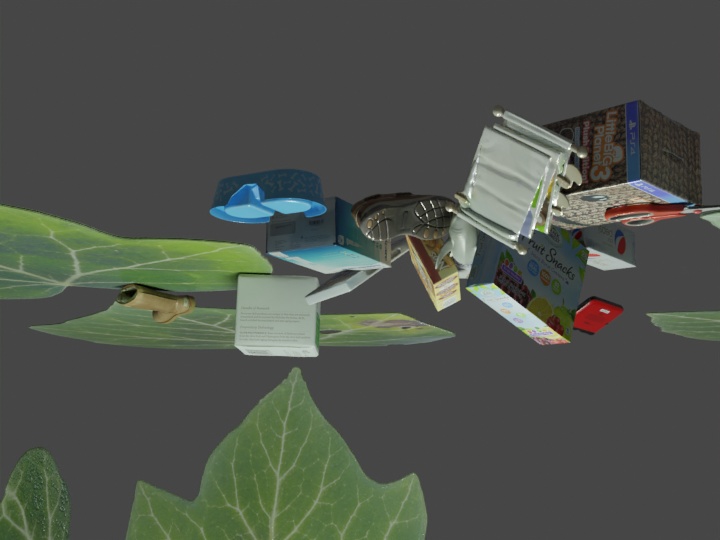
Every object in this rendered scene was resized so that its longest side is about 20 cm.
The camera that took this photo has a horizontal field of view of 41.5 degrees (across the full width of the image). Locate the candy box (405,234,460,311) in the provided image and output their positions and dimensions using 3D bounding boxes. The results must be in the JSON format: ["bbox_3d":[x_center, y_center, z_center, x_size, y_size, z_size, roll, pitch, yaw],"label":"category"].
[{"bbox_3d":[0.133,-0.009,1.727,0.055,0.117,0.200,-27,163,-2],"label":"candy box"}]

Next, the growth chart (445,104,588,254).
[{"bbox_3d":[0.191,-0.106,1.173,0.144,0.018,0.202,35,139,13],"label":"growth chart"}]

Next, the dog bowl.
[{"bbox_3d":[-0.143,-0.115,1.468,0.196,0.051,0.111,-6,167,31],"label":"dog bowl"}]

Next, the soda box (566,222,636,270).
[{"bbox_3d":[0.412,-0.050,1.670,0.067,0.065,0.198,-8,165,40],"label":"soda box"}]

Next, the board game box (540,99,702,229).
[{"bbox_3d":[0.306,-0.127,1.208,0.158,0.099,0.198,12,165,-43],"label":"board game box"}]

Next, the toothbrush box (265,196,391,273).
[{"bbox_3d":[-0.051,-0.056,1.651,0.144,0.087,0.199,-6,166,30],"label":"toothbrush box"}]

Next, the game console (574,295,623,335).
[{"bbox_3d":[0.565,0.094,2.497,0.172,0.120,0.198,-41,148,25],"label":"game console"}]

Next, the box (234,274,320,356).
[{"bbox_3d":[-0.196,0.112,2.300,0.195,0.175,0.199,1,169,1],"label":"box"}]

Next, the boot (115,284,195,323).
[{"bbox_3d":[-0.563,0.085,2.525,0.173,0.068,0.198,-23,157,37],"label":"boot"}]

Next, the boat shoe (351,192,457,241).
[{"bbox_3d":[0.072,-0.095,1.518,0.197,0.077,0.072,-1,-154,-35],"label":"boat shoe"}]

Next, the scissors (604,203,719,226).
[{"bbox_3d":[0.397,-0.074,1.160,0.197,0.014,0.072,-6,165,41],"label":"scissors"}]

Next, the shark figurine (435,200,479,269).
[{"bbox_3d":[0.191,-0.035,1.565,0.088,0.130,0.214,22,173,20],"label":"shark figurine"}]

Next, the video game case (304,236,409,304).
[{"bbox_3d":[0.000,0.000,1.832,0.181,0.024,0.199,-35,-173,-27],"label":"video game case"}]

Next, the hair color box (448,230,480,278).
[{"bbox_3d":[0.218,-0.033,1.791,0.107,0.066,0.200,0,170,6],"label":"hair color box"}]

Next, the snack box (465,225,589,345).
[{"bbox_3d":[0.269,-0.003,1.512,0.199,0.171,0.067,36,151,-32],"label":"snack box"}]
